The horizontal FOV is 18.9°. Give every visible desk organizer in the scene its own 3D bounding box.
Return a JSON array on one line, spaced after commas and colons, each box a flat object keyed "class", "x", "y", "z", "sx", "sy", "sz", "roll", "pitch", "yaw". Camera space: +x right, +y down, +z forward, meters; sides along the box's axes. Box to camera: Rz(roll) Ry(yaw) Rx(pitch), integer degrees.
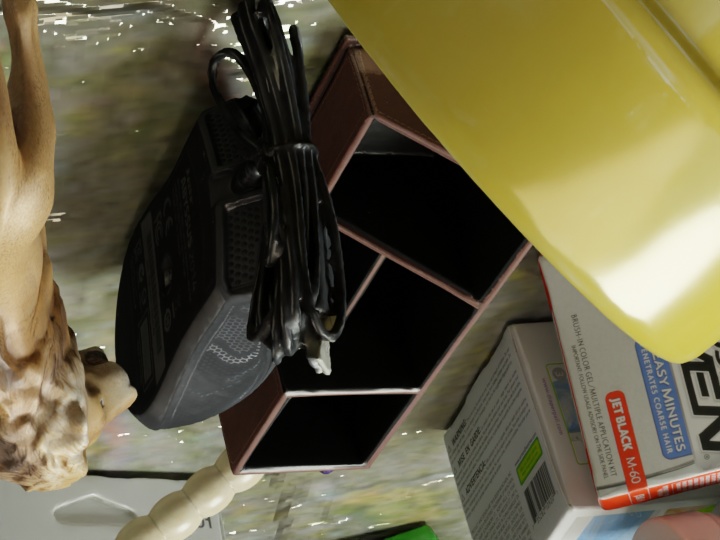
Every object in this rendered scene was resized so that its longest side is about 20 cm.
[{"class": "desk organizer", "x": 0.000, "y": 0.000, "z": 0.865, "sx": 0.071, "sy": 0.078, "sz": 0.200, "roll": 0, "pitch": 147, "yaw": -25}]

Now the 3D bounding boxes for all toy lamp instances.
[{"class": "toy lamp", "x": -0.072, "y": 0.101, "z": 0.967, "sx": 0.199, "sy": 0.058, "sz": 0.058, "roll": -38, "pitch": 152, "yaw": -11}]

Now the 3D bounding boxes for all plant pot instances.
[{"class": "plant pot", "x": 0.101, "y": -0.108, "z": 0.640, "sx": 0.189, "sy": 0.201, "sz": 0.200, "roll": -42, "pitch": 144, "yaw": 11}]

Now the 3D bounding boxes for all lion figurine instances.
[{"class": "lion figurine", "x": -0.126, "y": -0.014, "z": 0.736, "sx": 0.072, "sy": 0.123, "sz": 0.201, "roll": -12, "pitch": 149, "yaw": -5}]

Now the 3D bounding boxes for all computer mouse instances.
[{"class": "computer mouse", "x": -0.043, "y": 0.000, "z": 0.809, "sx": 0.052, "sy": 0.140, "sz": 0.200, "roll": 2, "pitch": 156, "yaw": -22}]

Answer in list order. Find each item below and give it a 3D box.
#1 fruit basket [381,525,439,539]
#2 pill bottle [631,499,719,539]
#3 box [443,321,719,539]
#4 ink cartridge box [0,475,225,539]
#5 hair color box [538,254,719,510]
[{"class": "fruit basket", "x": -0.015, "y": 0.252, "z": 1.228, "sx": 0.214, "sy": 0.156, "sz": 0.216, "roll": -27, "pitch": 150, "yaw": -17}, {"class": "pill bottle", "x": 0.225, "y": 0.141, "z": 0.975, "sx": 0.198, "sy": 0.113, "sz": 0.112, "roll": -5, "pitch": 148, "yaw": -19}, {"class": "box", "x": 0.158, "y": 0.091, "z": 1.068, "sx": 0.198, "sy": 0.102, "sz": 0.113, "roll": -3, "pitch": 147, "yaw": -21}, {"class": "ink cartridge box", "x": -0.168, "y": 0.187, "z": 1.089, "sx": 0.145, "sy": 0.087, "sz": 0.200, "roll": 6, "pitch": 145, "yaw": -30}, {"class": "hair color box", "x": 0.187, "y": 0.026, "z": 0.942, "sx": 0.198, "sy": 0.112, "sz": 0.064, "roll": -15, "pitch": 168, "yaw": 5}]
